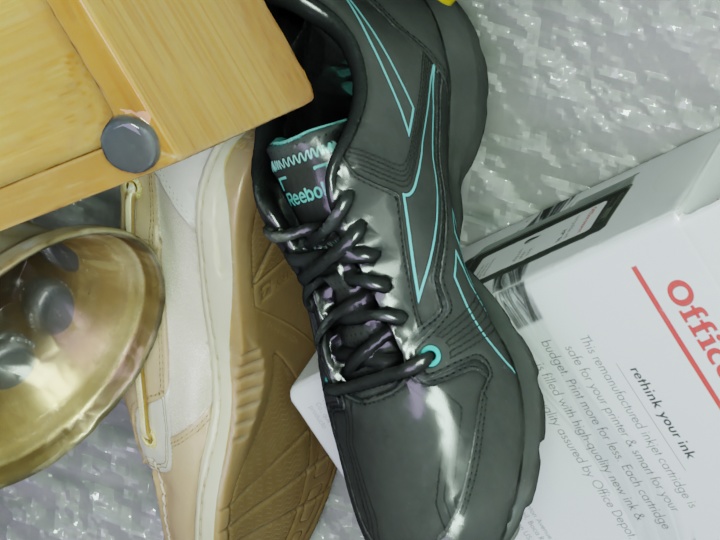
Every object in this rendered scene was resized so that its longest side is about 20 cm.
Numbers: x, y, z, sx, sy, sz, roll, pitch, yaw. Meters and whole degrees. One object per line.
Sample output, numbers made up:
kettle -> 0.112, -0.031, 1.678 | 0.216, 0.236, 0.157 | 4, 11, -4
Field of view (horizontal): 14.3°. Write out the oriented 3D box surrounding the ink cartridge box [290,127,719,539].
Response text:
ink cartridge box -> 0.092, 0.034, 0.919 | 0.200, 0.068, 0.116 | -25, 106, 33

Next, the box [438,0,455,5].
box -> -0.030, -0.161, 0.730 | 0.200, 0.070, 0.064 | 35, 127, -14

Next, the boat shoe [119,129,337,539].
boat shoe -> -0.051, 0.028, 0.984 | 0.069, 0.074, 0.200 | 24, 126, 30

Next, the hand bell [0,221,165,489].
hand bell -> -0.167, -0.025, 0.954 | 0.200, 0.104, 0.104 | 41, 131, 30

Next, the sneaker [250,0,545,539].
sneaker -> 0.000, 0.000, 0.873 | 0.075, 0.079, 0.200 | -22, 68, 33

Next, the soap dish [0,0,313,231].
soap dish -> -0.137, -0.073, 0.810 | 0.200, 0.081, 0.158 | -19, 113, 26
